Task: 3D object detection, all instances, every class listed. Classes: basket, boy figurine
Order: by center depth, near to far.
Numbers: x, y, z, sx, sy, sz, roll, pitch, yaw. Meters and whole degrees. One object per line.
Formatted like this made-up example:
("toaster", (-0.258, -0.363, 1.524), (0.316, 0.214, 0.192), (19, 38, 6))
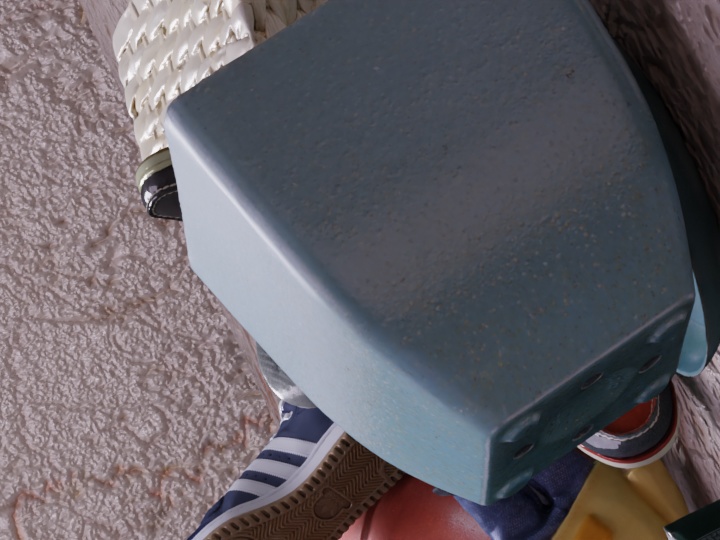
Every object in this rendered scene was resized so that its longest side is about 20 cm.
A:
("boy figurine", (0.135, 0.156, 1.561), (0.200, 0.125, 0.064), (37, 174, 4))
("basket", (-0.051, -0.136, 1.587), (0.200, 0.123, 0.136), (-51, 49, 54))

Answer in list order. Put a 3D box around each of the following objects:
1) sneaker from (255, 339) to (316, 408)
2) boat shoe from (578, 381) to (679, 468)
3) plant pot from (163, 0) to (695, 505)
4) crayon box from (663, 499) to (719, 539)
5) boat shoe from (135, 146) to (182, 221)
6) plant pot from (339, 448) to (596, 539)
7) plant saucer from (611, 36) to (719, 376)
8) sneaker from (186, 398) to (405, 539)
("sneaker", (0.000, 0.000, 1.453), (0.080, 0.070, 0.201), (39, -141, -24))
("boat shoe", (0.114, 0.020, 1.521), (0.063, 0.071, 0.201), (69, 177, -53))
("plant pot", (0.048, -0.012, 1.285), (0.200, 0.195, 0.197), (54, 168, 19))
("crayon box", (0.233, 0.227, 1.449), (0.201, 0.051, 0.127), (68, 171, -17))
("boat shoe", (-0.026, -0.035, 1.561), (0.072, 0.199, 0.066), (124, 144, -62))
("plant pot", (0.100, 0.179, 1.703), (0.202, 0.200, 0.195), (67, 162, -14))
("plant saucer", (0.132, -0.044, 1.373), (0.201, 0.027, 0.200), (62, 170, 19))
("sneaker", (-0.048, 0.123, 1.726), (0.070, 0.200, 0.109), (44, -171, -35))
